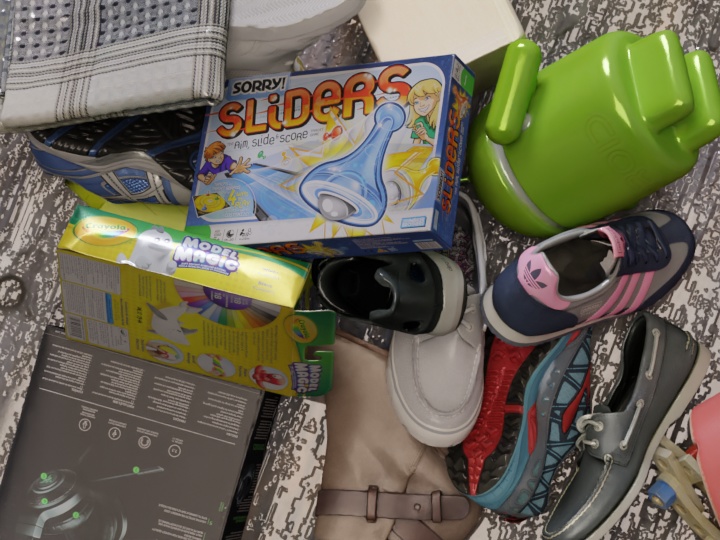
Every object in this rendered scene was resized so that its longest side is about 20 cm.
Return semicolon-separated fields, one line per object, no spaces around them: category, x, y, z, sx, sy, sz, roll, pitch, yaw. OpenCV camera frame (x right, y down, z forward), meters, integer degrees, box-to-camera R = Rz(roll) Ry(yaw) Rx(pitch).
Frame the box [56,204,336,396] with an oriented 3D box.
box;-0.111;0.025;1.668;0.200;0.117;0.048;16;56;8

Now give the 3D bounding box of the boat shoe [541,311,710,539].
boat shoe;0.178;0.117;1.697;0.062;0.073;0.200;42;69;-17

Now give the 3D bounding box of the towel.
towel;-0.186;-0.193;1.695;0.200;0.035;0.193;-7;65;21

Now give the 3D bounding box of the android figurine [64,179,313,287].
android figurine;-0.125;-0.035;1.790;0.200;0.041;0.182;43;91;11

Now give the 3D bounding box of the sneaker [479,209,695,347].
sneaker;0.179;-0.006;1.680;0.200;0.082;0.070;-25;74;-37

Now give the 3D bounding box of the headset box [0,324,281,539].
headset box;-0.170;0.159;1.751;0.174;0.093;0.200;14;87;8

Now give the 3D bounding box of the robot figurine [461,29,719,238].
robot figurine;0.162;-0.096;1.697;0.200;0.175;0.116;-28;58;32

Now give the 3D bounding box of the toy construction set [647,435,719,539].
toy construction set;0.206;0.222;1.706;0.131;0.092;0.200;33;82;34

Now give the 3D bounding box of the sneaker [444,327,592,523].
sneaker;0.130;0.093;1.736;0.079;0.096;0.200;6;62;44

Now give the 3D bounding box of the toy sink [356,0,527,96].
toy sink;0.035;-0.226;1.741;0.112;0.130;0.200;-25;83;5

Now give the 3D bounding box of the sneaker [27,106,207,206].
sneaker;-0.149;-0.085;1.748;0.200;0.077;0.076;16;61;-4

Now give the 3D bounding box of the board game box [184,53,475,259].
board game box;-0.023;-0.076;1.649;0.200;0.034;0.135;-4;65;29

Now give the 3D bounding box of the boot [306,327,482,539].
boot;0.001;0.132;1.738;0.200;0.070;0.146;23;81;3

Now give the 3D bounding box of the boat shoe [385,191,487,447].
boat shoe;0.063;0.030;1.702;0.072;0.069;0.200;12;53;-1

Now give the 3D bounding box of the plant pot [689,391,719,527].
plant pot;0.337;0.131;1.648;0.177;0.200;0.200;-22;83;15

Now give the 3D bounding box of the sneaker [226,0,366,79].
sneaker;-0.055;-0.170;1.712;0.200;0.116;0.074;-10;58;35

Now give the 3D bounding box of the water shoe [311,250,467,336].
water shoe;0.000;0.000;1.675;0.079;0.200;0.072;6;93;-29
